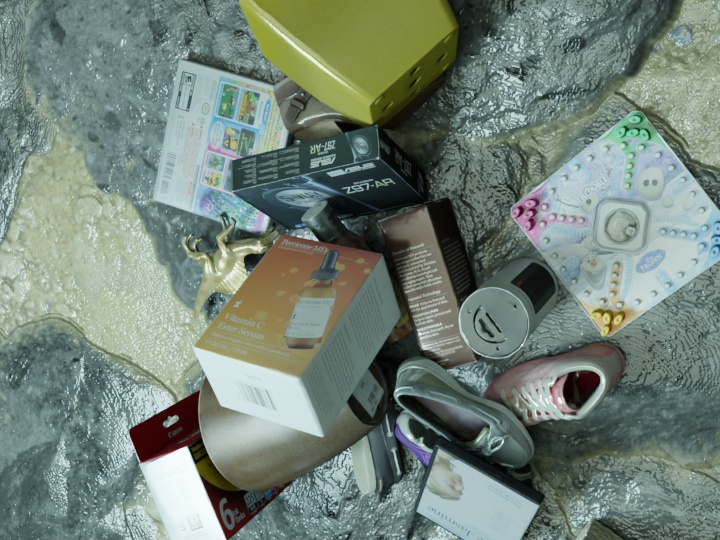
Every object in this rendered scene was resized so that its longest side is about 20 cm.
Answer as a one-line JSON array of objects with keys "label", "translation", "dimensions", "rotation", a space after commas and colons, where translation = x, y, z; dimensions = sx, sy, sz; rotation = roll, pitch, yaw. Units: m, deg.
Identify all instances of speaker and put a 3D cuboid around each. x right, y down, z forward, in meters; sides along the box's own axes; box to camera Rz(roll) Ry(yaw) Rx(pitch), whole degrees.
[{"label": "speaker", "translation": [0.176, 0.041, 1.218], "dimensions": [0.081, 0.200, 0.082], "rotation": [4, 101, 20]}]

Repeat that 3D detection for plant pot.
[{"label": "plant pot", "translation": [-0.068, 0.171, 1.323], "dimensions": [0.199, 0.187, 0.188], "rotation": [-19, 92, 34]}, {"label": "plant pot", "translation": [0.005, -0.278, 1.200], "dimensions": [0.200, 0.200, 0.177], "rotation": [-41, 83, -2]}]

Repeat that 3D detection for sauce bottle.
[{"label": "sauce bottle", "translation": [0.000, 0.000, 1.318], "dimensions": [0.066, 0.066, 0.200], "rotation": [-26, 112, 23]}]

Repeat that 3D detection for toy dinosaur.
[{"label": "toy dinosaur", "translation": [-0.198, -0.006, 1.414], "dimensions": [0.200, 0.058, 0.101], "rotation": [-44, 78, 26]}]

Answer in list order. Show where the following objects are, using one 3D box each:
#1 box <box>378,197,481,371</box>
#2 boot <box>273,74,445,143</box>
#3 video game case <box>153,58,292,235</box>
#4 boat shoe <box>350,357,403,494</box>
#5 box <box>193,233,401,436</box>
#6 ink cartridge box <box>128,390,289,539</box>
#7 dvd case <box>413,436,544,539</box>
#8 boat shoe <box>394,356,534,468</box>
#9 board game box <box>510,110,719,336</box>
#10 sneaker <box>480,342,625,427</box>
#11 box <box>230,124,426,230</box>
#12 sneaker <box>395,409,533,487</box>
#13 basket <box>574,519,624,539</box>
[{"label": "box", "translation": [0.096, 0.017, 1.300], "dimensions": [0.075, 0.100, 0.201], "rotation": [-15, 93, 22]}, {"label": "boot", "translation": [-0.012, -0.232, 1.313], "dimensions": [0.200, 0.070, 0.147], "rotation": [-37, 78, 9]}, {"label": "video game case", "translation": [-0.184, -0.167, 1.418], "dimensions": [0.181, 0.024, 0.201], "rotation": [18, 104, 17]}, {"label": "boat shoe", "translation": [0.020, 0.194, 1.394], "dimensions": [0.062, 0.073, 0.201], "rotation": [-5, 92, -22]}, {"label": "box", "translation": [-0.070, 0.071, 1.226], "dimensions": [0.152, 0.200, 0.107], "rotation": [11, 139, 29]}, {"label": "ink cartridge box", "translation": [-0.199, 0.254, 1.398], "dimensions": [0.084, 0.200, 0.176], "rotation": [-22, 92, 22]}, {"label": "dvd case", "translation": [0.143, 0.292, 1.309], "dimensions": [0.142, 0.018, 0.200], "rotation": [28, 146, 13]}, {"label": "boat shoe", "translation": [0.124, 0.184, 1.264], "dimensions": [0.202, 0.065, 0.074], "rotation": [39, 125, -13]}, {"label": "board game box", "translation": [0.311, -0.052, 1.246], "dimensions": [0.200, 0.026, 0.200], "rotation": [-39, 84, 22]}, {"label": "sneaker", "translation": [0.222, 0.150, 1.273], "dimensions": [0.200, 0.105, 0.076], "rotation": [-27, 91, 24]}, {"label": "box", "translation": [-0.037, -0.111, 1.296], "dimensions": [0.199, 0.160, 0.044], "rotation": [-10, 71, 21]}, {"label": "sneaker", "translation": [0.134, 0.240, 1.350], "dimensions": [0.200, 0.081, 0.083], "rotation": [35, 153, 2]}, {"label": "basket", "translation": [0.292, 0.449, 1.266], "dimensions": [0.200, 0.161, 0.199], "rotation": [35, 109, 11]}]
